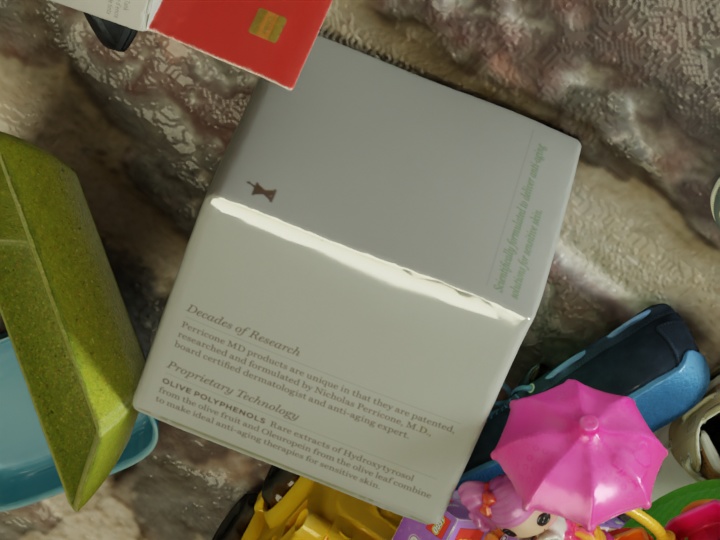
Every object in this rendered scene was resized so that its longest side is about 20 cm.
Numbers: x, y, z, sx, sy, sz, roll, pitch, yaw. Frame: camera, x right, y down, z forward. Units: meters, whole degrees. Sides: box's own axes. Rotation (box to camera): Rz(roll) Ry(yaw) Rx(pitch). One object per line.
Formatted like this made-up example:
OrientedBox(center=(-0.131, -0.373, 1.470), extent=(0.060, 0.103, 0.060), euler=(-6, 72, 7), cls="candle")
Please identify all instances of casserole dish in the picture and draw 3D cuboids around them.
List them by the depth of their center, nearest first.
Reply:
OrientedBox(center=(-0.219, 0.090, 1.929), extent=(0.200, 0.039, 0.121), euler=(-22, 114, 28), cls="casserole dish")

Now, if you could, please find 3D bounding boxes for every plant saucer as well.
OrientedBox(center=(-0.180, 0.029, 1.777), extent=(0.200, 0.048, 0.200), euler=(119, 131, -69), cls="plant saucer")

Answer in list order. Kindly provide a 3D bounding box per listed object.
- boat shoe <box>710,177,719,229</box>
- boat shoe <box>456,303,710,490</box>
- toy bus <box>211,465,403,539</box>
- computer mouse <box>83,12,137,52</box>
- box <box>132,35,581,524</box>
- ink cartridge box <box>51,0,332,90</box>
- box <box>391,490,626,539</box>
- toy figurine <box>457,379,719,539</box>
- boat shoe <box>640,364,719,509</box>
OrientedBox(center=(0.291, -0.049, 1.660), extent=(0.200, 0.062, 0.073), euler=(-13, 118, 25), cls="boat shoe")
OrientedBox(center=(0.128, 0.089, 1.803), extent=(0.200, 0.069, 0.084), euler=(-27, 146, 18), cls="boat shoe")
OrientedBox(center=(-0.028, 0.214, 1.859), extent=(0.136, 0.192, 0.200), euler=(34, 128, -9), cls="toy bus")
OrientedBox(center=(-0.162, -0.204, 1.654), extent=(0.046, 0.140, 0.200), euler=(-17, 117, 12), cls="computer mouse")
OrientedBox(center=(0.000, 0.000, 1.699), extent=(0.200, 0.199, 0.171), euler=(21, 126, 0), cls="box")
OrientedBox(center=(-0.086, -0.208, 1.583), extent=(0.176, 0.200, 0.045), euler=(20, 141, 2), cls="ink cartridge box")
OrientedBox(center=(0.075, 0.205, 1.786), extent=(0.039, 0.200, 0.137), euler=(36, 106, 35), cls="box")
OrientedBox(center=(0.128, 0.143, 1.673), extent=(0.200, 0.150, 0.184), euler=(-21, 131, 26), cls="toy figurine")
OrientedBox(center=(0.224, 0.105, 1.781), extent=(0.075, 0.068, 0.200), euler=(30, 127, -4), cls="boat shoe")
